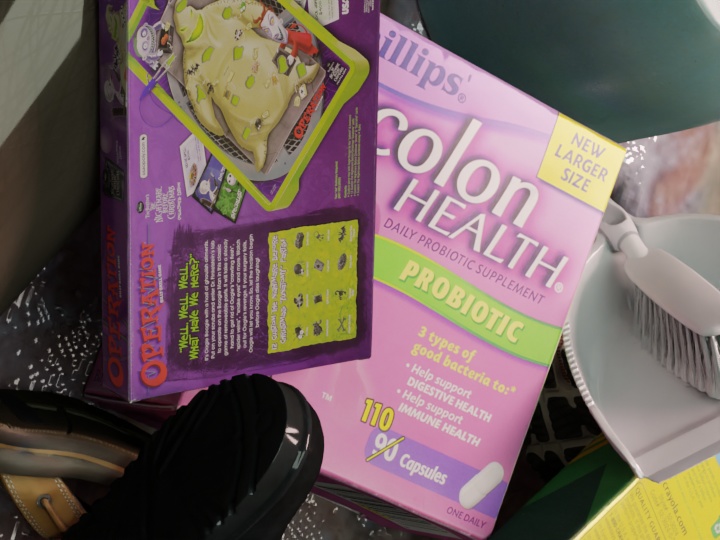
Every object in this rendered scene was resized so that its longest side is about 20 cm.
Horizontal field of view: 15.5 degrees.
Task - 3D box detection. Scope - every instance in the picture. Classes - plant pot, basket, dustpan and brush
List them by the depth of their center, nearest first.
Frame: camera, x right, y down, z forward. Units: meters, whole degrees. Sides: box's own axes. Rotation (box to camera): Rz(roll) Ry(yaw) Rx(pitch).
[{"bbox_3d":[-0.165,-0.067,1.090,0.180,0.136,0.200,33,78,-14],"label":"basket"},{"bbox_3d":[0.137,0.003,1.249,0.139,0.200,0.057,-26,126,-13],"label":"dustpan and brush"},{"bbox_3d":[0.149,-0.159,1.256,0.200,0.161,0.201,-1,92,-30],"label":"plant pot"}]

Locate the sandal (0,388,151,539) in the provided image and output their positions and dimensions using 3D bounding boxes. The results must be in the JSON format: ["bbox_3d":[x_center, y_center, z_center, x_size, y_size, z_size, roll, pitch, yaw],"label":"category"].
[{"bbox_3d":[-0.140,0.087,1.140,0.200,0.082,0.055,16,100,-32],"label":"sandal"}]

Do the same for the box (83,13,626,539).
[{"bbox_3d":[0.000,0.000,1.208,0.176,0.097,0.201,26,77,-29],"label":"box"}]

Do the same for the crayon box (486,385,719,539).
[{"bbox_3d":[0.153,0.126,1.241,0.200,0.051,0.127,-39,116,-32],"label":"crayon box"}]

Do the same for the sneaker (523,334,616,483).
[{"bbox_3d":[0.147,0.090,1.324,0.200,0.077,0.085,51,56,-29],"label":"sneaker"}]

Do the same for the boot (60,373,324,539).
[{"bbox_3d":[-0.033,0.134,1.123,0.162,0.198,0.074,26,38,-30],"label":"boot"}]

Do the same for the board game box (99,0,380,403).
[{"bbox_3d":[-0.048,-0.053,1.079,0.120,0.032,0.201,-10,110,-36],"label":"board game box"}]
